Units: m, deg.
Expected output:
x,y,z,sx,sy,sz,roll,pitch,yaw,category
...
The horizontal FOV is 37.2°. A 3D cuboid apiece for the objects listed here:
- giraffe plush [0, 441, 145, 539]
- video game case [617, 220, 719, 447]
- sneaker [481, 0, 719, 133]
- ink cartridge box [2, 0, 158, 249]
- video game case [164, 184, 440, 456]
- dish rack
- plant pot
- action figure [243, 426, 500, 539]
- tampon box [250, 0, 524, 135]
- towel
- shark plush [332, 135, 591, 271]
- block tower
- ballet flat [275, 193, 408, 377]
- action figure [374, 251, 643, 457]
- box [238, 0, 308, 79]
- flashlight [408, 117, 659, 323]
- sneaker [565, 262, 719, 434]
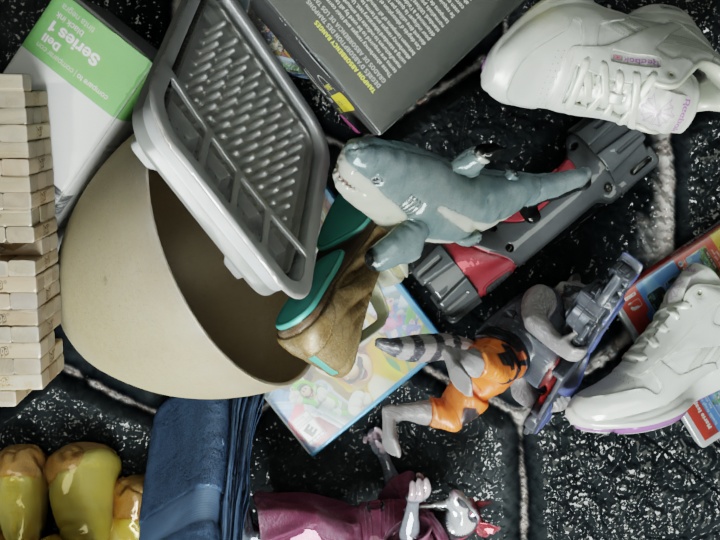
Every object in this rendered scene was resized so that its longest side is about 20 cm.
x,y,z,sx,sy,sz,roll,pitch,yaw,category
-0.231,0.243,0.794,0.169,0.162,0.204,0,96,0,giraffe plush
0.314,0.026,0.843,0.198,0.017,0.144,-34,96,3,video game case
0.179,-0.140,0.743,0.197,0.100,0.076,-9,137,-25,sneaker
-0.221,-0.087,0.765,0.084,0.146,0.201,37,95,-4,ink cartridge box
-0.046,0.024,0.842,0.142,0.018,0.201,-38,95,5,video game case
-0.086,-0.088,0.715,0.043,0.202,0.172,-22,124,23,dish rack
-0.135,0.005,0.749,0.133,0.200,0.203,-23,97,23,plant pot
0.008,0.206,0.806,0.196,0.134,0.152,-2,97,3,action figure
0.037,-0.202,0.713,0.200,0.150,0.127,-42,99,1,tampon box
-0.122,0.180,0.776,0.048,0.203,0.111,26,139,-32,towel
0.074,-0.053,0.733,0.196,0.092,0.084,8,139,-14,shark plush
-0.224,-0.021,0.674,0.053,0.058,0.204,-1,100,-1,block tower
0.000,0.000,0.771,0.067,0.201,0.073,-24,118,34,ballet flat
0.114,0.044,0.775,0.105,0.192,0.202,47,137,24,action figure
-0.029,-0.247,0.801,0.134,0.038,0.204,11,96,-1,box
0.125,-0.048,0.815,0.199,0.068,0.068,-41,120,1,flashlight
0.234,0.055,0.801,0.197,0.075,0.101,-23,93,-12,sneaker
